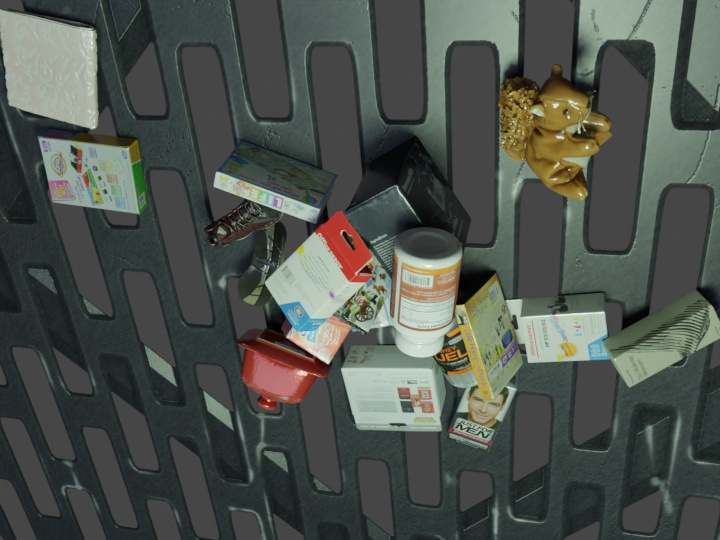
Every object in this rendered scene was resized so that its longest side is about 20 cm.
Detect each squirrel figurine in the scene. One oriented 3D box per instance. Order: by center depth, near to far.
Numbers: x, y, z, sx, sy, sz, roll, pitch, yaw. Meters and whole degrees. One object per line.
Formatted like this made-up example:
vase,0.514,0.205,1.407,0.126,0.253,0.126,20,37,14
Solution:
squirrel figurine,0.297,-0.239,1.349,0.199,0.142,0.187,25,165,31

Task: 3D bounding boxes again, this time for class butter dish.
butter dish,-0.174,0.220,1.759,0.199,0.199,0.149,22,94,0

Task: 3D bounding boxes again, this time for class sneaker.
sneaker,-0.230,-0.091,1.608,0.200,0.115,0.076,-34,91,44

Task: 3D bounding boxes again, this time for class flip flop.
flip flop,-0.194,-0.015,1.717,0.081,0.058,0.201,21,111,7

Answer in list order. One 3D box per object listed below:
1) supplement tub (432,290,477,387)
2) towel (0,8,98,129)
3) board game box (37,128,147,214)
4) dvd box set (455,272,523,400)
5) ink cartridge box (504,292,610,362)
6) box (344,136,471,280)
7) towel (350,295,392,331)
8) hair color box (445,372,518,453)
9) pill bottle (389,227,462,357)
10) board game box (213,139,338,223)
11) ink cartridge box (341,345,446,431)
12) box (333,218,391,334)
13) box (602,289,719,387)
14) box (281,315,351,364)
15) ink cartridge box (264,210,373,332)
supplement tub,0.184,0.123,1.648,0.122,0.123,0.201,-19,121,26
towel,-0.586,-0.383,1.590,0.190,0.032,0.201,15,125,7
board game box,-0.539,-0.200,1.694,0.198,0.040,0.154,9,125,10
dvd box set,0.246,0.124,1.601,0.029,0.146,0.201,-7,110,37
ink cartridge box,0.377,0.114,1.628,0.198,0.068,0.116,-5,121,19
box,0.091,-0.095,1.489,0.117,0.197,0.200,-26,113,28
towel,0.050,0.056,1.710,0.198,0.024,0.148,-7,120,20
hair color box,0.257,0.288,1.785,0.098,0.061,0.201,18,125,4
pill bottle,0.104,0.039,1.385,0.111,0.112,0.201,9,124,10
board game box,-0.153,-0.166,1.549,0.199,0.135,0.034,21,127,2
ink cartridge box,0.076,0.253,1.798,0.198,0.084,0.177,-1,122,17
box,0.000,0.000,1.588,0.136,0.201,0.038,32,162,-8
box,0.557,0.125,1.545,0.199,0.068,0.082,-32,114,9
box,-0.090,0.111,1.672,0.102,0.200,0.095,32,86,-7
ink cartridge box,-0.061,0.002,1.477,0.200,0.067,0.117,-43,69,20
